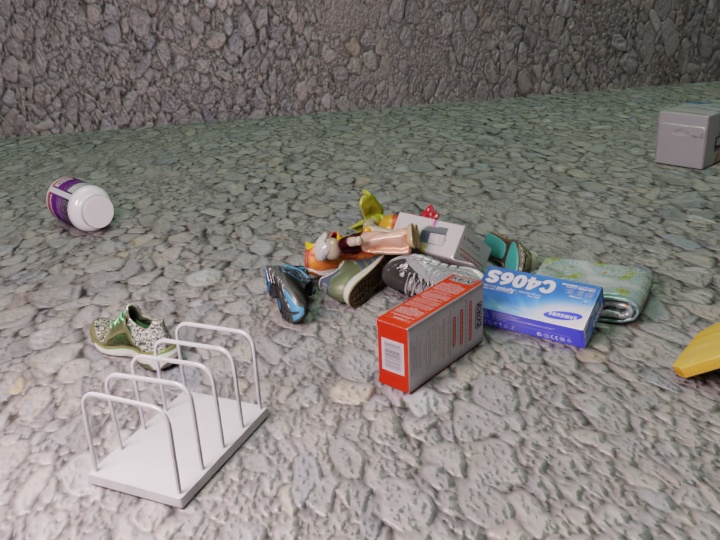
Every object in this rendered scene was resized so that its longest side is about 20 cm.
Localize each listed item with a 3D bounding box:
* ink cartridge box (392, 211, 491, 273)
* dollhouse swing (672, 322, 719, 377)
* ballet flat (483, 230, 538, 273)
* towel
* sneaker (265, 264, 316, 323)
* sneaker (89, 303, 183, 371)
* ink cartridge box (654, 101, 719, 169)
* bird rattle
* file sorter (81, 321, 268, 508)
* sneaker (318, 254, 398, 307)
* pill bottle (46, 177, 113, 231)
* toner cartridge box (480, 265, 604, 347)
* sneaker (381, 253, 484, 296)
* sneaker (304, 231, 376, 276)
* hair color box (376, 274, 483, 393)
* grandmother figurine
[{"bbox_3d":[0.165,-0.043,1.391,0.197,0.069,0.116,17,-9,41],"label":"ink cartridge box"},{"bbox_3d":[0.565,0.135,1.001,0.198,0.176,0.183,-26,72,-46],"label":"dollhouse swing"},{"bbox_3d":[0.300,-0.029,1.423,0.073,0.069,0.200,9,17,-12],"label":"ballet flat"},{"bbox_3d":[0.394,0.028,1.279,0.196,0.049,0.171,9,25,28],"label":"towel"},{"bbox_3d":[-0.115,0.029,1.314,0.080,0.075,0.200,-9,23,-15],"label":"sneaker"},{"bbox_3d":[-0.362,0.089,1.179,0.196,0.091,0.076,11,25,33],"label":"sneaker"},{"bbox_3d":[0.958,-0.390,2.112,0.197,0.150,0.145,-20,27,-38],"label":"ink cartridge box"},{"bbox_3d":[0.076,-0.083,1.540,0.195,0.115,0.163,16,22,4],"label":"bird rattle"},{"bbox_3d":[-0.227,0.166,0.915,0.136,0.128,0.200,5,23,22],"label":"file sorter"},{"bbox_3d":[0.000,0.000,1.376,0.088,0.069,0.199,16,31,29],"label":"sneaker"},{"bbox_3d":[-0.690,-0.162,1.830,0.111,0.115,0.198,-21,28,-39],"label":"pill bottle"},{"bbox_3d":[0.280,0.055,1.189,0.197,0.044,0.096,11,51,34],"label":"toner cartridge box"},{"bbox_3d":[0.116,0.029,1.284,0.195,0.077,0.116,6,25,20],"label":"sneaker"},{"bbox_3d":[-0.026,-0.039,1.462,0.072,0.079,0.197,15,19,42],"label":"sneaker"},{"bbox_3d":[0.107,0.088,1.094,0.060,0.104,0.198,14,27,38],"label":"hair color box"},{"bbox_3d":[0.005,-0.049,1.347,0.195,0.062,0.121,-8,-11,18],"label":"grandmother figurine"}]
